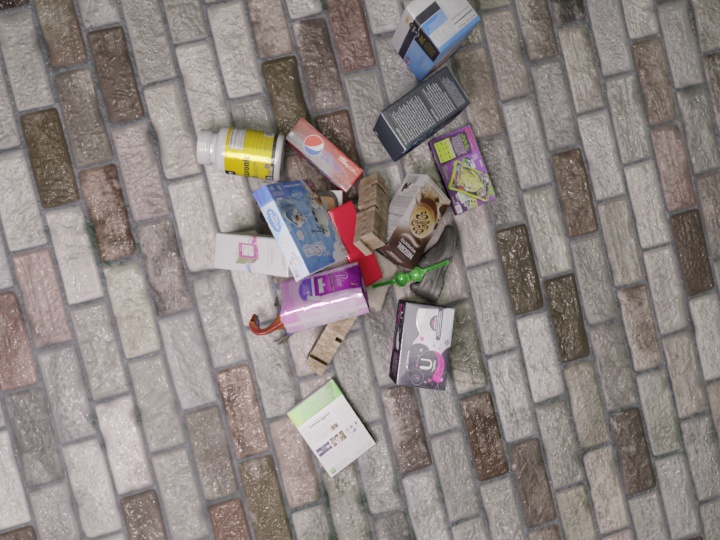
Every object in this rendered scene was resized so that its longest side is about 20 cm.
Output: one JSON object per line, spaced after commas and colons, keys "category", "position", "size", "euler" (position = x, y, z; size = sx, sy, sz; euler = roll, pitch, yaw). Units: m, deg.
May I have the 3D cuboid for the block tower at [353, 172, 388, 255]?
{"category": "block tower", "position": [0.028, -0.137, 1.273], "size": [0.054, 0.057, 0.203], "euler": [40, 43, -39]}

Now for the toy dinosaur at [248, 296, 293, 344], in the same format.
{"category": "toy dinosaur", "position": [-0.173, 0.097, 1.285], "size": [0.180, 0.200, 0.106], "euler": [-26, 80, -39]}

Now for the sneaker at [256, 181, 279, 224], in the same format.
{"category": "sneaker", "position": [-0.191, -0.125, 1.276], "size": [0.087, 0.201, 0.076], "euler": [-33, 133, 0]}

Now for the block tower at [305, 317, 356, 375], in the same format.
{"category": "block tower", "position": [-0.068, 0.156, 1.308], "size": [0.053, 0.058, 0.202], "euler": [28, 105, -8]}

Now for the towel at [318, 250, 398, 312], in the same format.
{"category": "towel", "position": [0.000, 0.000, 1.317], "size": [0.199, 0.034, 0.134], "euler": [32, 75, -27]}

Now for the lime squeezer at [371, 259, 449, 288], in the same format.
{"category": "lime squeezer", "position": [0.121, 0.010, 1.321], "size": [0.197, 0.071, 0.038], "euler": [-17, 65, 0]}

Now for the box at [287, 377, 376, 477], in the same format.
{"category": "box", "position": [-0.073, 0.395, 1.352], "size": [0.143, 0.036, 0.202], "euler": [-34, 95, -5]}

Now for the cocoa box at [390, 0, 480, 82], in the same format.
{"category": "cocoa box", "position": [0.174, -0.573, 1.288], "size": [0.133, 0.200, 0.132], "euler": [-40, 95, -5]}

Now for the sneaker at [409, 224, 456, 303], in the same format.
{"category": "sneaker", "position": [0.184, -0.024, 1.361], "size": [0.089, 0.076, 0.203], "euler": [20, 85, 2]}

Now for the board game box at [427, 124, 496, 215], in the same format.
{"category": "board game box", "position": [0.263, -0.258, 1.387], "size": [0.118, 0.032, 0.203], "euler": [-21, 93, -2]}

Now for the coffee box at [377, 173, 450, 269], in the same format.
{"category": "coffee box", "position": [0.122, -0.121, 1.312], "size": [0.113, 0.079, 0.202], "euler": [38, 77, -37]}

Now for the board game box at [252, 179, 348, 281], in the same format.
{"category": "board game box", "position": [-0.123, -0.095, 1.165], "size": [0.043, 0.200, 0.202], "euler": [-25, 92, 26]}

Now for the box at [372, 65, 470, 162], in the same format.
{"category": "box", "position": [0.144, -0.377, 1.312], "size": [0.199, 0.148, 0.108], "euler": [-36, 94, -4]}

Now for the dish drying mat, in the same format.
{"category": "dish drying mat", "position": [-0.012, -0.060, 1.281], "size": [0.076, 0.018, 0.203], "euler": [-29, 101, -34]}

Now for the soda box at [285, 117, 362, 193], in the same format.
{"category": "soda box", "position": [-0.090, -0.282, 1.330], "size": [0.199, 0.063, 0.070], "euler": [41, 87, -6]}

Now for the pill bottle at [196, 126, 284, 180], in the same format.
{"category": "pill bottle", "position": [-0.284, -0.283, 1.285], "size": [0.196, 0.111, 0.114], "euler": [7, 90, -6]}

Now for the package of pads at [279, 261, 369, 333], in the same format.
{"category": "package of pads", "position": [-0.083, 0.061, 1.208], "size": [0.196, 0.121, 0.076], "euler": [-14, 131, 2]}

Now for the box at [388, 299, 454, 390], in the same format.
{"category": "box", "position": [0.152, 0.183, 1.334], "size": [0.130, 0.115, 0.204], "euler": [7, 90, -6]}

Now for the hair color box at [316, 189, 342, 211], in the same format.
{"category": "hair color box", "position": [-0.097, -0.094, 1.326], "size": [0.100, 0.061, 0.204], "euler": [-1, 90, -15]}

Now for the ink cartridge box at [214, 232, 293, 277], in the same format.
{"category": "ink cartridge box", "position": [-0.218, -0.039, 1.242], "size": [0.196, 0.144, 0.086], "euler": [8, 96, 20]}
